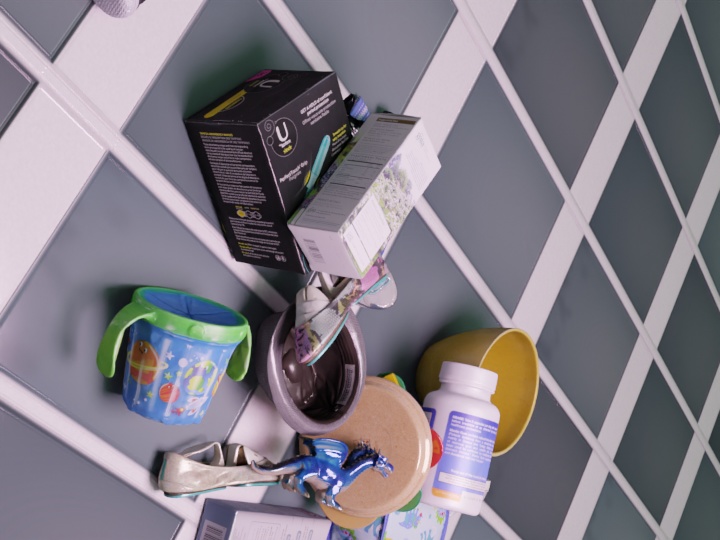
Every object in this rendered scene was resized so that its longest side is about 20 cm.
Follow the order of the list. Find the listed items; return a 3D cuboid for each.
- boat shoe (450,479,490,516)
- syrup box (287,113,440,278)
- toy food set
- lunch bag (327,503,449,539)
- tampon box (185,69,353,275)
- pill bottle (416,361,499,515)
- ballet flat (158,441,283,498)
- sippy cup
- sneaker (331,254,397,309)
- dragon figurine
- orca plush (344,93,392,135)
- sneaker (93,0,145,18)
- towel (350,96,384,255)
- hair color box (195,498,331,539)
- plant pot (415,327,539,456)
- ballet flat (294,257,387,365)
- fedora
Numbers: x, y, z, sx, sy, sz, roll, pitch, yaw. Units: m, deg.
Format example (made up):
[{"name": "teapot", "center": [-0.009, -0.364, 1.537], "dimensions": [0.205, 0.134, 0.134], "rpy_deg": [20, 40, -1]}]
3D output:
[{"name": "boat shoe", "center": [0.150, 0.376, 1.766], "dimensions": [0.200, 0.072, 0.069], "rpy_deg": [15, 87, -60]}, {"name": "syrup box", "center": [0.008, -0.092, 1.258], "dimensions": [0.200, 0.081, 0.079], "rpy_deg": [-56, 138, -29]}, {"name": "toy food set", "center": [0.011, 0.244, 1.461], "dimensions": [0.201, 0.197, 0.049], "rpy_deg": [67, 14, 12]}, {"name": "lunch bag", "center": [0.051, 0.339, 1.581], "dimensions": [0.170, 0.127, 0.201], "rpy_deg": [5, 104, -51]}, {"name": "tampon box", "center": [-0.094, -0.123, 1.291], "dimensions": [0.150, 0.126, 0.201], "rpy_deg": [-41, 127, -39]}, {"name": "pill bottle", "center": [0.135, 0.236, 1.501], "dimensions": [0.112, 0.112, 0.201], "rpy_deg": [26, 75, -50]}, {"name": "ballet flat", "center": [-0.168, 0.246, 1.338], "dimensions": [0.199, 0.067, 0.063], "rpy_deg": [5, 85, -52]}, {"name": "sippy cup", "center": [-0.210, 0.101, 1.209], "dimensions": [0.177, 0.140, 0.131], "rpy_deg": [15, 99, -13]}, {"name": "sneaker", "center": [0.000, 0.000, 1.459], "dimensions": [0.078, 0.086, 0.200], "rpy_deg": [-48, 132, -8]}, {"name": "dragon figurine", "center": [-0.053, 0.246, 1.370], "dimensions": [0.199, 0.059, 0.100], "rpy_deg": [26, 74, -23]}, {"name": "orca plush", "center": [0.044, -0.182, 1.468], "dimensions": [0.200, 0.071, 0.106], "rpy_deg": [44, 61, -45]}, {"name": "sneaker", "center": [-0.245, -0.372, 1.091], "dimensions": [0.114, 0.075, 0.201], "rpy_deg": [-41, 134, -39]}, {"name": "towel", "center": [0.009, -0.124, 1.502], "dimensions": [0.145, 0.024, 0.200], "rpy_deg": [-59, 137, -25]}, {"name": "hair color box", "center": [-0.131, 0.367, 1.414], "dimensions": [0.200, 0.060, 0.100], "rpy_deg": [23, 81, -50]}, {"name": "plant pot", "center": [0.173, 0.178, 1.680], "dimensions": [0.199, 0.141, 0.201], "rpy_deg": [-15, 109, -48]}, {"name": "ballet flat", "center": [-0.037, 0.034, 1.329], "dimensions": [0.071, 0.069, 0.200], "rpy_deg": [52, 49, -13]}, {"name": "fedora", "center": [-0.078, 0.118, 1.394], "dimensions": [0.177, 0.090, 0.201], "rpy_deg": [-48, 125, -34]}]
